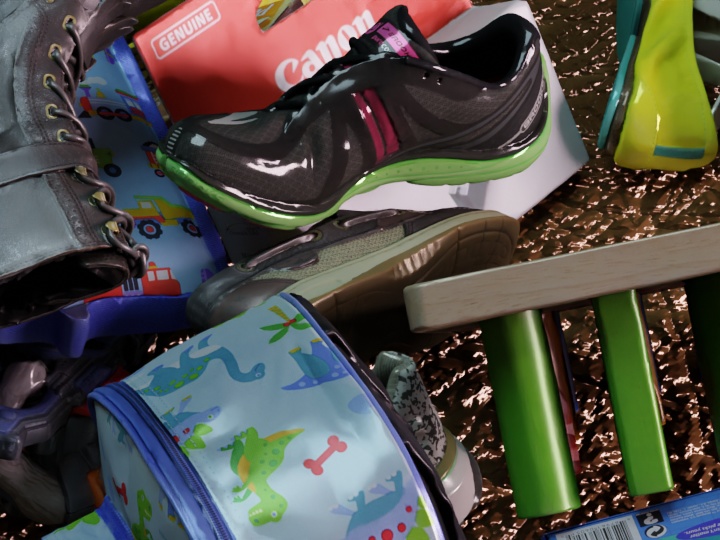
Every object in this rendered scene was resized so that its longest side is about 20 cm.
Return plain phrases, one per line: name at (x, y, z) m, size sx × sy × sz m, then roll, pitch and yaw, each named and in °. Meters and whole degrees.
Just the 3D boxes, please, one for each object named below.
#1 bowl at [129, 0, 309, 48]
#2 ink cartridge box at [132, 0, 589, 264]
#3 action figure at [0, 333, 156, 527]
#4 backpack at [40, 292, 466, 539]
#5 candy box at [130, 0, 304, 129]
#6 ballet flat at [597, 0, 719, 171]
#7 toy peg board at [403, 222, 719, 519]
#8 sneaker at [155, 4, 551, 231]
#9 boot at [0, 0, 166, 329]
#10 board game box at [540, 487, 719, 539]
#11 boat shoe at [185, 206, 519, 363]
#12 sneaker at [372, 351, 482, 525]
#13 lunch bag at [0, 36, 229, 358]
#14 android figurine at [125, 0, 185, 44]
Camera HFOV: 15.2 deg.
bowl at (-0.104, -0.176, 1.531) m, size 0.200 × 0.108 × 0.200 m, roll -16°, pitch 25°, yaw 8°
ink cartridge box at (0.006, -0.079, 1.278) m, size 0.044 × 0.174 × 0.200 m, roll 2°, pitch 32°, yaw 49°
action figure at (-0.151, 0.065, 1.214) m, size 0.193 × 0.105 × 0.200 m, roll 10°, pitch 23°, yaw 23°
backpack at (-0.031, 0.125, 0.935) m, size 0.147 × 0.200 × 0.183 m, roll -23°, pitch 32°, yaw -14°
candy box at (-0.121, -0.070, 1.390) m, size 0.200 × 0.055 × 0.115 m, roll -13°, pitch 27°, yaw 34°
ballet flat at (0.162, -0.113, 1.391) m, size 0.067 × 0.067 × 0.200 m, roll 11°, pitch 37°, yaw 2°
toy peg board at (0.133, 0.036, 1.102) m, size 0.200 × 0.098 × 0.199 m, roll -11°, pitch -3°, yaw 7°
sneaker at (-0.003, -0.074, 1.185) m, size 0.200 × 0.084 × 0.077 m, roll -16°, pitch 37°, yaw -32°
boot at (-0.127, -0.058, 1.131) m, size 0.200 × 0.069 × 0.174 m, roll -26°, pitch 54°, yaw -6°
board game box at (0.160, 0.147, 0.969) m, size 0.152 × 0.045 × 0.200 m, roll -14°, pitch 30°, yaw -1°
boat shoe at (-0.001, 0.001, 1.201) m, size 0.066 × 0.072 × 0.201 m, roll 33°, pitch 30°, yaw 23°
sneaker at (-0.052, 0.085, 1.118) m, size 0.200 × 0.089 × 0.077 m, roll -21°, pitch 31°, yaw -10°
lunch bag at (-0.153, -0.029, 1.204) m, size 0.150 × 0.094 × 0.200 m, roll -2°, pitch 33°, yaw -27°
android figurine at (-0.145, -0.134, 1.355) m, size 0.182 × 0.041 × 0.200 m, roll -16°, pitch -2°, yaw -41°
